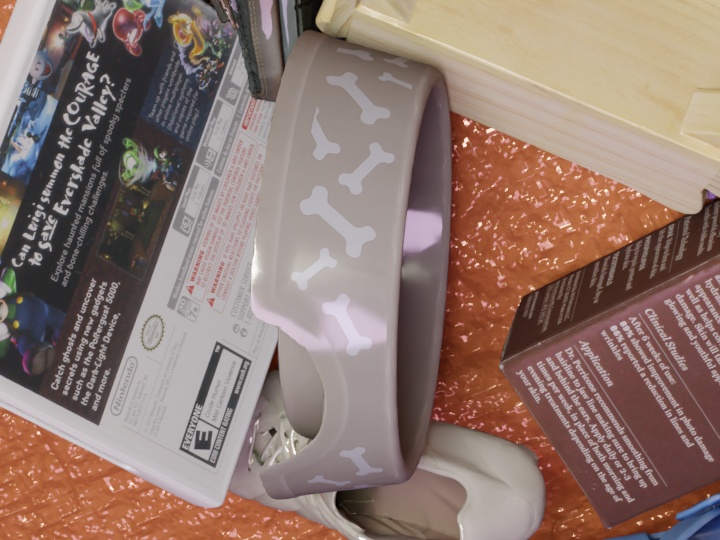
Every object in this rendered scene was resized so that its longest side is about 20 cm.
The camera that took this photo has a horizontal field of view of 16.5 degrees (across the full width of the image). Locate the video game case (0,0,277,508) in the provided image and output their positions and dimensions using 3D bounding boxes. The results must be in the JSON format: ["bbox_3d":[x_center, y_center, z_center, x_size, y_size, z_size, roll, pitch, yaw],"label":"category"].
[{"bbox_3d":[-0.097,-0.023,1.072,0.023,0.201,0.181,1,157,46],"label":"video game case"}]

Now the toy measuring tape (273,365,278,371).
[{"bbox_3d":[0.012,0.135,1.232,0.200,0.074,0.074,45,118,-1],"label":"toy measuring tape"}]

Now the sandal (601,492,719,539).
[{"bbox_3d":[0.137,0.147,1.153,0.199,0.087,0.080,-24,73,-10],"label":"sandal"}]

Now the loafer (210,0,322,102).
[{"bbox_3d":[-0.055,-0.171,1.074,0.062,0.072,0.201,-3,102,9],"label":"loafer"}]

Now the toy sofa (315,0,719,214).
[{"bbox_3d":[0.087,-0.107,1.077,0.199,0.083,0.098,22,163,1],"label":"toy sofa"}]

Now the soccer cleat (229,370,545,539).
[{"bbox_3d":[-0.008,0.090,1.146,0.199,0.077,0.070,9,107,35],"label":"soccer cleat"}]

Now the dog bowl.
[{"bbox_3d":[0.000,0.000,1.052,0.058,0.200,0.201,5,118,9],"label":"dog bowl"}]

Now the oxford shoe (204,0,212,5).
[{"bbox_3d":[-0.099,-0.126,1.112,0.071,0.073,0.201,6,118,10],"label":"oxford shoe"}]

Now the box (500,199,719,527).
[{"bbox_3d":[0.174,0.024,1.122,0.199,0.075,0.100,-26,108,25],"label":"box"}]
